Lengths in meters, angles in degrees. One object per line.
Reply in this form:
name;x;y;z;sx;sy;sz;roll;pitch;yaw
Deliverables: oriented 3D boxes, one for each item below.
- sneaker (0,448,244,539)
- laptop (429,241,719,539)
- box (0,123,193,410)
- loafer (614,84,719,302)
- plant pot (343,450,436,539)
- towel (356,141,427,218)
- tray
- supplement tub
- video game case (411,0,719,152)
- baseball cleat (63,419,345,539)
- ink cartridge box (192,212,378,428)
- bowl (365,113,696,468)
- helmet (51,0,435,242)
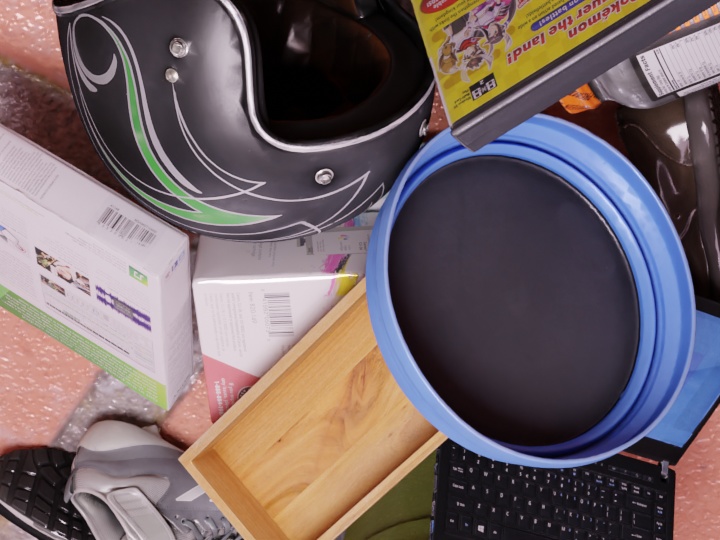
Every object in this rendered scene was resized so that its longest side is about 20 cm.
sneaker;-0.177;0.197;1.483;0.199;0.076;0.088;24;129;-14
laptop;0.143;0.113;1.252;0.177;0.201;0.103;18;154;-25
box;-0.168;0.000;1.279;0.144;0.036;0.200;31;155;11
loafer;0.194;-0.031;1.317;0.071;0.073;0.201;-1;120;15
plant pot;0.061;0.192;1.397;0.199;0.190;0.201;1;126;1
towel;0.000;0.000;1.338;0.199;0.048;0.172;1;126;3
tray;-0.009;0.086;1.240;0.099;0.037;0.200;49;119;6
supplement tub;0.193;-0.167;1.182;0.199;0.123;0.123;-20;122;16
video game case;0.114;-0.184;1.141;0.200;0.181;0.025;-31;142;21
baseball cleat;-0.104;0.172;1.440;0.199;0.107;0.070;18;138;-5
ink cartridge box;0.005;0.029;1.287;0.199;0.068;0.117;-2;126;4
bowl;0.092;0.012;1.173;0.200;0.201;0.039;29;153;-17
helmet;-0.061;-0.109;1.192;0.199;0.200;0.191;-24;113;18
